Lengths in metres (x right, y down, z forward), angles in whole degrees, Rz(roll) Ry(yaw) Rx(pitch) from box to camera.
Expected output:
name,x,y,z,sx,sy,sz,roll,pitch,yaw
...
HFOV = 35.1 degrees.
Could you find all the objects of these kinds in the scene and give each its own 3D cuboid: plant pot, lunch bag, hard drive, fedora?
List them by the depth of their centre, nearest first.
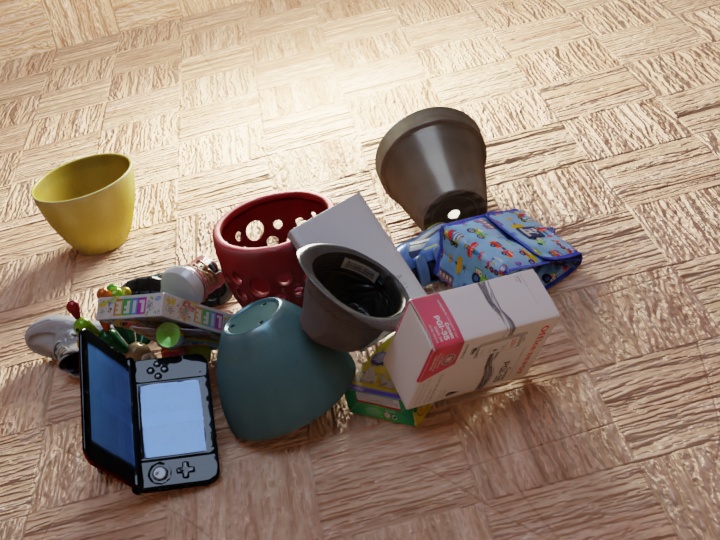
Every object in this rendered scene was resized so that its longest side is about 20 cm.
name,x,y,z,sx,sy,sz,roll,pitch,yaw
fedora,-0.023,0.048,1.535,0.176,0.091,0.199,40,24,14
plant pot,-0.122,0.119,1.580,0.197,0.136,0.201,-23,22,10
hard drive,0.000,0.000,1.654,0.131,0.202,0.025,-29,-10,-25
lunch bag,0.238,-0.025,1.768,0.198,0.095,0.150,-21,42,-35
plant pot,-0.116,-0.003,1.779,0.197,0.185,0.201,-11,29,6
plant pot,0.137,-0.148,1.943,0.196,0.202,0.175,-15,45,-2
plant pot,-0.513,-0.117,2.182,0.196,0.144,0.201,-11,29,6

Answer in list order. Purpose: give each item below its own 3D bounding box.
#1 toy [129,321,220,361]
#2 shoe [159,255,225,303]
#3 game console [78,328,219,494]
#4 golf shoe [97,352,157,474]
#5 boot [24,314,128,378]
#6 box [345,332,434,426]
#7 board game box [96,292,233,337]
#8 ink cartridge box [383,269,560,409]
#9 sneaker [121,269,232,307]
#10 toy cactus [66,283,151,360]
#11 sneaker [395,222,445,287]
name,x,y,z,sx,sy,sz,roll,pitch,yaw
toy,-0.262,0.119,1.687,0.113,0.200,0.048,2,75,7
shoe,-0.253,0.012,1.738,0.091,0.071,0.200,-46,2,-22
game console,-0.280,0.179,1.511,0.169,0.120,0.203,-6,54,-9
golf shoe,-0.328,0.204,1.613,0.076,0.089,0.201,-2,33,16
boot,-0.467,0.124,1.818,0.196,0.075,0.096,-2,24,18
box,0.076,0.133,1.606,0.116,0.049,0.200,7,34,32
board game box,-0.275,0.075,1.691,0.133,0.199,0.035,-5,73,33
ink cartridge box,0.145,0.089,1.494,0.197,0.148,0.084,-13,56,-25
sneaker,-0.308,0.034,1.929,0.196,0.077,0.079,-3,19,2
toy cactus,-0.364,0.103,1.740,0.101,0.167,0.200,-27,-8,16
sneaker,0.109,-0.014,1.817,0.081,0.075,0.199,18,43,39
